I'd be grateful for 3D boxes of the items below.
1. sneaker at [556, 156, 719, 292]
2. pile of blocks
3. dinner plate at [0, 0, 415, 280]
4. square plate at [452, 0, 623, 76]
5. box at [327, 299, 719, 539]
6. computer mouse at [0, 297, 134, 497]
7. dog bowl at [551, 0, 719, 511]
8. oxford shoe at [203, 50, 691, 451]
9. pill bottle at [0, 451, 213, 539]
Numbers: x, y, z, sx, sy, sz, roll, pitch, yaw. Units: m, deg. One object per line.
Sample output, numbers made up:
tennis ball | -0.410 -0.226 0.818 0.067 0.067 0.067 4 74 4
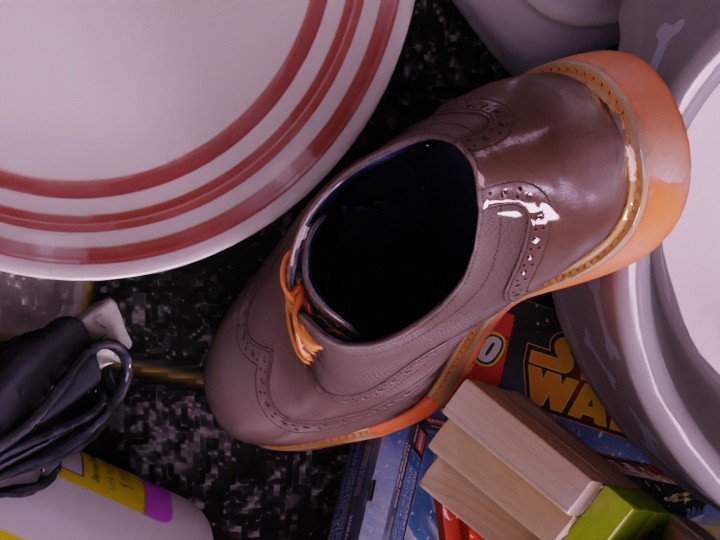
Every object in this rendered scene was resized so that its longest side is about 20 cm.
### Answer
sneaker | 0.107 -0.046 0.797 0.199 0.077 0.112 8 99 -1
pile of blocks | 0.091 0.111 0.754 0.200 0.082 0.062 36 96 -4
dinner plate | -0.078 -0.098 0.757 0.199 0.024 0.201 0 89 -20
square plate | 0.084 -0.142 0.718 0.198 0.029 0.200 -26 138 17
box | 0.088 0.095 0.822 0.199 0.040 0.137 19 72 -13
computer mouse | -0.158 -0.014 0.737 0.200 0.138 0.053 47 136 6
dog bowl | 0.151 -0.009 0.740 0.199 0.059 0.201 -1 106 -2
oxford shoe | 0.000 0.000 0.733 0.073 0.200 0.071 -13 73 -38
pill bottle | -0.150 0.077 0.784 0.200 0.104 0.104 26 102 -14
